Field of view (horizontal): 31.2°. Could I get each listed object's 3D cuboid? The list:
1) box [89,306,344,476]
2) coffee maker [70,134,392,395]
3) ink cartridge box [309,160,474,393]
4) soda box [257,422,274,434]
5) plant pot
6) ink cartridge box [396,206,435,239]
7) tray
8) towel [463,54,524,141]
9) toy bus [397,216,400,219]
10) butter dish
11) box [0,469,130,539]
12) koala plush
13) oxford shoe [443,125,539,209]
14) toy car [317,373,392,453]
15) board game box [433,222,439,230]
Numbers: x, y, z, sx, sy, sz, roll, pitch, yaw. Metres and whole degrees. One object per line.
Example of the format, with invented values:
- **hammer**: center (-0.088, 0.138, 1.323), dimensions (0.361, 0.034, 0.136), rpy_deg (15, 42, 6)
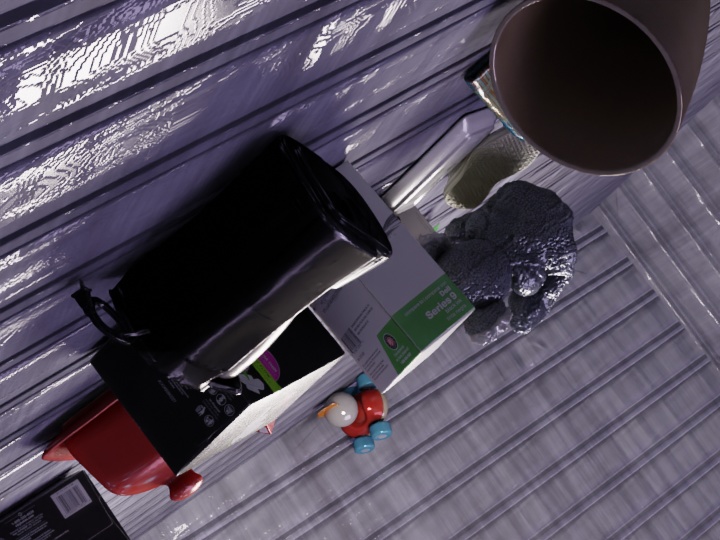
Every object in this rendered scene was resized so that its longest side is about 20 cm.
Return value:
- **box**: center (-0.139, 0.087, 1.298), dimensions (0.124, 0.149, 0.200), rpy_deg (-43, 170, 26)
- **coffee maker**: center (-0.093, -0.001, 1.063), dimensions (0.200, 0.135, 0.192), rpy_deg (-41, 171, 15)
- **ink cartridge box**: center (0.005, 0.008, 1.316), dimensions (0.084, 0.200, 0.146), rpy_deg (-37, 173, -24)
- **soda box**: center (-0.141, 0.126, 1.538), dimensions (0.200, 0.063, 0.070), rpy_deg (78, 25, -63)
- **plant pot**: center (0.251, -0.223, 1.217), dimensions (0.200, 0.187, 0.187), rpy_deg (-48, 180, -37)
- **ink cartridge box**: center (0.000, 0.000, 1.717), dimensions (0.200, 0.068, 0.115), rpy_deg (-32, 170, -37)
- **tray**: center (0.092, -0.127, 1.582), dimensions (0.200, 0.022, 0.107), rpy_deg (-43, 171, 34)
- **towel**: center (0.199, -0.215, 1.381), dimensions (0.147, 0.022, 0.200), rpy_deg (-41, 156, 11)
- **toy bus**: center (0.004, -0.025, 1.542), dimensions (0.078, 0.066, 0.200), rpy_deg (-10, -178, 19)
- **butter dish**: center (-0.240, 0.201, 1.502), dimensions (0.199, 0.148, 0.200), rpy_deg (-38, 172, -4)
- **box**: center (-0.431, 0.381, 1.723), dimensions (0.200, 0.132, 0.115), rpy_deg (-31, 173, -38)
- **koala plush**: center (0.154, -0.005, 1.583), dimensions (0.200, 0.178, 0.184), rpy_deg (-30, 165, -38)
- **oxford shoe**: center (0.165, -0.145, 1.633), dimensions (0.200, 0.075, 0.058), rpy_deg (-44, -149, 55)
- **toy car**: center (-0.043, 0.390, 3.542), dimensions (0.199, 0.185, 0.177), rpy_deg (5, 147, -33)
- **board game box**: center (0.034, -0.011, 1.960), dimensions (0.200, 0.030, 0.096), rpy_deg (-34, 172, -8)
